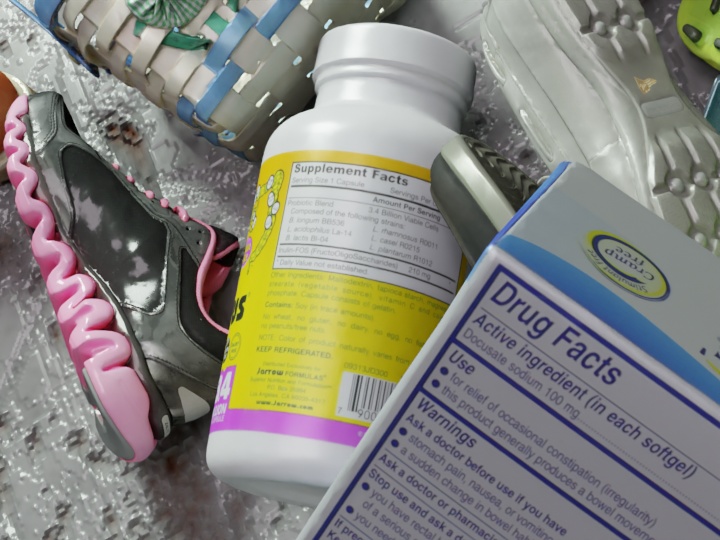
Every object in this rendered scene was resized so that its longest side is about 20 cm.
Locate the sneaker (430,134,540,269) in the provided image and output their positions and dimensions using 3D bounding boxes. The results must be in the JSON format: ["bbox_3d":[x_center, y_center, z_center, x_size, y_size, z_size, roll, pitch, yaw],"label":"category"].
[{"bbox_3d":[0.061,0.051,0.699,0.106,0.075,0.201,-36,78,21],"label":"sneaker"}]

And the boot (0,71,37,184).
[{"bbox_3d":[-0.271,-0.094,0.907,0.198,0.107,0.076,1,75,25],"label":"boot"}]

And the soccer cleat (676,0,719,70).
[{"bbox_3d":[0.221,-0.099,0.721,0.199,0.083,0.065,4,72,46],"label":"soccer cleat"}]

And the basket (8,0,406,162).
[{"bbox_3d":[-0.084,-0.168,0.830,0.200,0.139,0.177,41,92,19],"label":"basket"}]

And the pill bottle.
[{"bbox_3d":[0.000,0.000,0.760,0.103,0.104,0.202,4,74,24],"label":"pill bottle"}]

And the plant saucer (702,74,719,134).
[{"bbox_3d":[0.151,0.017,0.739,0.069,0.019,0.202,17,80,27],"label":"plant saucer"}]

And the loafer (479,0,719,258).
[{"bbox_3d":[0.111,-0.045,0.738,0.070,0.069,0.201,-47,60,49],"label":"loafer"}]

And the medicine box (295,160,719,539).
[{"bbox_3d":[0.083,0.100,0.607,0.181,0.103,0.201,35,117,5],"label":"medicine box"}]

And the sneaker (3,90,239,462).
[{"bbox_3d":[-0.108,-0.009,0.839,0.095,0.079,0.201,-22,65,-9],"label":"sneaker"}]
